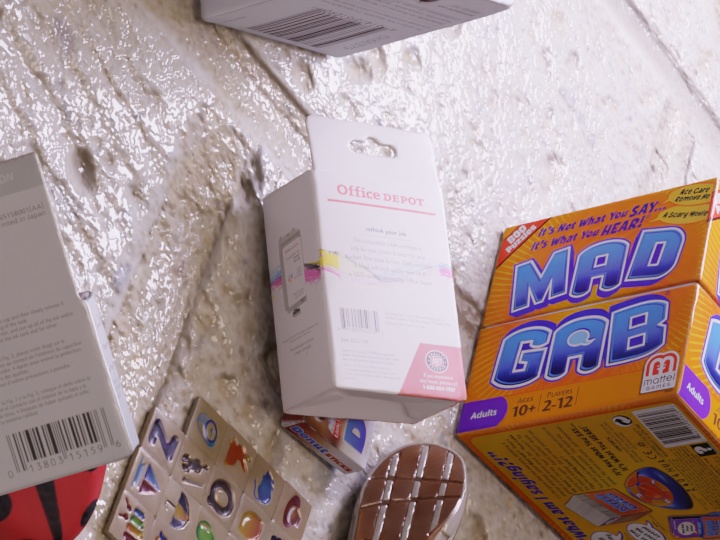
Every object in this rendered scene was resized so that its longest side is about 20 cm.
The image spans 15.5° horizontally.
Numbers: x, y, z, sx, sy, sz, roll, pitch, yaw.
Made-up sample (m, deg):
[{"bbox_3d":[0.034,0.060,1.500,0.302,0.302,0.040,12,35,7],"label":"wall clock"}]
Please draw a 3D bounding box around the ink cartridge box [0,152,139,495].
[{"bbox_3d":[-0.241,0.044,1.442,0.044,0.199,0.174,-83,156,-84],"label":"ink cartridge box"}]

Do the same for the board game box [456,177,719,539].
[{"bbox_3d":[0.226,0.082,2.051,0.200,0.199,0.200,44,47,-37],"label":"board game box"}]

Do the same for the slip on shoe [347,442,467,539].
[{"bbox_3d":[0.025,0.205,1.867,0.200,0.076,0.061,-72,174,-46],"label":"slip on shoe"}]

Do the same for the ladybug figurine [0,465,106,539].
[{"bbox_3d":[-0.202,0.093,1.529,0.135,0.072,0.201,-30,126,-23],"label":"ladybug figurine"}]

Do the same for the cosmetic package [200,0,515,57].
[{"bbox_3d":[-0.009,-0.275,1.868,0.165,0.165,0.201,8,73,-53],"label":"cosmetic package"}]

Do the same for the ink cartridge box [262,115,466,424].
[{"bbox_3d":[0.000,0.000,1.849,0.116,0.067,0.201,8,67,-35],"label":"ink cartridge box"}]

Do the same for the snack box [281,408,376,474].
[{"bbox_3d":[-0.006,0.042,1.897,0.072,0.024,0.201,41,50,-36],"label":"snack box"}]

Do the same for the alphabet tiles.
[{"bbox_3d":[-0.093,0.188,1.753,0.200,0.006,0.167,48,45,-35],"label":"alphabet tiles"}]
